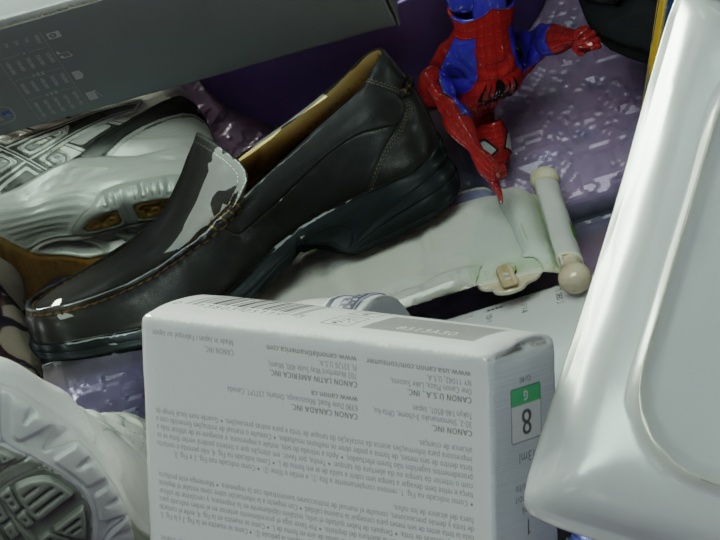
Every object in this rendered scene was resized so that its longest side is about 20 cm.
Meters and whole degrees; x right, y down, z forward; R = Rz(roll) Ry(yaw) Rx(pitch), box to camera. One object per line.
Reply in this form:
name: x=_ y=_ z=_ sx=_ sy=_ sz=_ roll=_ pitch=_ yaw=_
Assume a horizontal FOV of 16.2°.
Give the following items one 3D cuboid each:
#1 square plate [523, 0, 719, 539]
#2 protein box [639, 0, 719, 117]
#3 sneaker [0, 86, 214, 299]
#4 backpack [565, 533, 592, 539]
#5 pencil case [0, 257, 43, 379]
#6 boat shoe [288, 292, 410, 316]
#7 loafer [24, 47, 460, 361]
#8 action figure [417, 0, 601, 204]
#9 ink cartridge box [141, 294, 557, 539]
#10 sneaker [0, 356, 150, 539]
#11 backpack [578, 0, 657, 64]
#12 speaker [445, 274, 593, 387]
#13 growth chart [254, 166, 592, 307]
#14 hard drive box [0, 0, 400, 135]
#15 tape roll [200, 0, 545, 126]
square plate: x=0.176 y=0.018 z=0.843 sx=0.199 sy=0.028 sz=0.199 roll=18 pitch=72 yaw=1
protein box: x=0.210 y=-0.090 z=0.950 sx=0.198 sy=0.200 sz=0.135 roll=9 pitch=32 yaw=7
sneaker: x=-0.160 y=-0.034 z=1.140 sx=0.199 sy=0.076 sz=0.088 roll=-9 pitch=53 yaw=-6
backpack: x=0.154 y=0.122 z=0.912 sx=0.182 sy=0.135 sz=0.201 roll=15 pitch=83 yaw=25
pencil case: x=-0.168 y=0.087 z=1.070 sx=0.078 sy=0.089 sz=0.200 roll=-33 pitch=60 yaw=35
boat shoe: x=-0.004 y=0.106 z=0.983 sx=0.070 sy=0.201 sz=0.071 roll=-3 pitch=19 yaw=33
loafer: x=-0.058 y=-0.027 z=1.075 sx=0.200 sy=0.072 sz=0.073 roll=-28 pitch=21 yaw=-17
action figure: x=0.060 y=-0.113 z=1.055 sx=0.065 sy=0.200 sz=0.099 roll=-21 pitch=42 yaw=-18
ink cartridge box: x=-0.005 y=0.115 z=0.912 sx=0.161 sy=0.050 sz=0.201 roll=6 pitch=104 yaw=38
sneaker: x=-0.112 y=0.087 z=1.012 sx=0.078 sy=0.200 sz=0.100 roll=-25 pitch=43 yaw=14
backpack: x=0.184 y=-0.156 z=1.075 sx=0.199 sy=0.167 sz=0.127 roll=0 pitch=28 yaw=19
speaker: x=0.067 y=0.051 z=1.034 sx=0.199 sy=0.081 sz=0.081 roll=-18 pitch=58 yaw=7
growth chart: x=0.000 y=0.000 z=1.081 sx=0.199 sy=0.018 sz=0.145 roll=-16 pitch=21 yaw=10
hard drive box: x=-0.096 y=-0.161 z=1.105 sx=0.199 sy=0.077 sz=0.156 roll=-14 pitch=58 yaw=10
tape roll: x=-0.010 y=-0.171 z=1.179 sx=0.199 sy=0.085 sz=0.201 roll=-8 pitch=59 yaw=13
